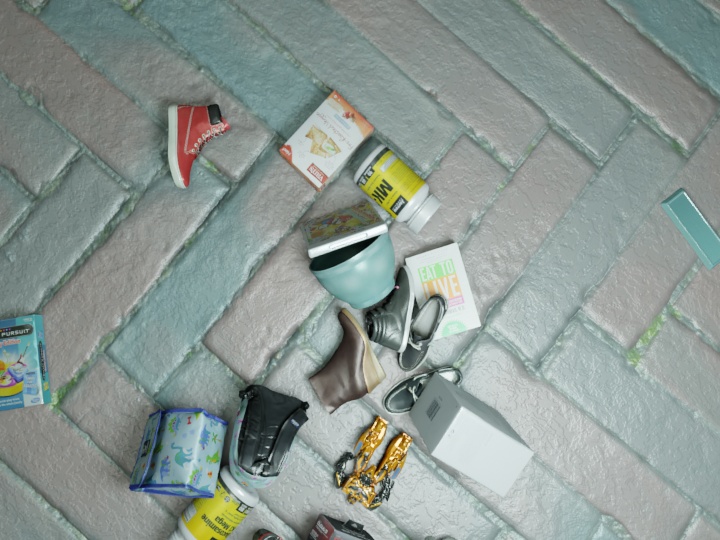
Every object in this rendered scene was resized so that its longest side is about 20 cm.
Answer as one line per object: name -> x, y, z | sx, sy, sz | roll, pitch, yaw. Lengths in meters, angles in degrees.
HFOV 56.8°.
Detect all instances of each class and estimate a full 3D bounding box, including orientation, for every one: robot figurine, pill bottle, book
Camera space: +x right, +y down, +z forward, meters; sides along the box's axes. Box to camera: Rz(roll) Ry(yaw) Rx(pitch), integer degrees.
robot figurine -> 0.028, 0.445, 1.519 | 0.144, 0.058, 0.202 | 31, 83, 2
pill bottle -> 0.089, -0.189, 1.560 | 0.199, 0.114, 0.115 | 41, 84, 3
pill bottle -> -0.328, 0.544, 1.469 | 0.112, 0.112, 0.200 | 42, 85, 3
book -> 0.194, 0.052, 1.578 | 0.131, 0.048, 0.204 | -17, 85, 2

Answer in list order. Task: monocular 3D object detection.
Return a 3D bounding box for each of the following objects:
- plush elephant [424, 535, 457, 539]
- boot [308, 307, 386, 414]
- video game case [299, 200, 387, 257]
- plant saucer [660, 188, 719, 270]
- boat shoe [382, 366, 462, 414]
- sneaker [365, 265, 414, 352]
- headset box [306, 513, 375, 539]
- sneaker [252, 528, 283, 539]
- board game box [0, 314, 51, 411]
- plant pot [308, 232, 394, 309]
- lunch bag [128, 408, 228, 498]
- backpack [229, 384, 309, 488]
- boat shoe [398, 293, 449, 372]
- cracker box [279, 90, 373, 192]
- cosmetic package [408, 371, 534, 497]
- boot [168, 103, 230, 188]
plush elephant -> 0.169, 0.671, 1.452 | 0.196, 0.155, 0.168 | 19, 84, 0
boot -> -0.049, 0.208, 1.534 | 0.164, 0.072, 0.203 | -28, 89, -7
video game case -> -0.043, -0.098, 1.511 | 0.179, 0.200, 0.023 | -19, 112, -4
plant saucer -> 0.822, -0.102, 1.627 | 0.069, 0.019, 0.202 | -35, 85, -5
boat shoe -> 0.144, 0.275, 1.540 | 0.197, 0.060, 0.077 | -28, 86, -5
sneaker -> 0.065, 0.081, 1.538 | 0.097, 0.071, 0.204 | 11, 77, -17
headset box -> -0.058, 0.640, 1.456 | 0.148, 0.077, 0.202 | 34, 83, -33
sneaker -> -0.182, 0.655, 1.486 | 0.070, 0.097, 0.203 | -35, 110, -24
board game box -> -0.800, 0.214, 1.520 | 0.148, 0.047, 0.204 | -9, 85, -3
plant pot -> 0.000, 0.000, 1.512 | 0.198, 0.200, 0.136 | -32, 109, -5
lunch bag -> -0.409, 0.398, 1.456 | 0.196, 0.128, 0.173 | -7, 58, 27
backpack -> -0.210, 0.372, 1.462 | 0.164, 0.127, 0.203 | 16, 52, -6
boat shoe -> 0.140, 0.146, 1.532 | 0.073, 0.060, 0.202 | 34, 101, 16
cracker box -> -0.081, -0.308, 1.595 | 0.134, 0.058, 0.201 | 42, 85, 3
cosmetic package -> 0.232, 0.350, 1.437 | 0.198, 0.199, 0.124 | 32, 95, -14
boot -> -0.379, -0.298, 1.579 | 0.141, 0.072, 0.205 | -3, 81, -4
